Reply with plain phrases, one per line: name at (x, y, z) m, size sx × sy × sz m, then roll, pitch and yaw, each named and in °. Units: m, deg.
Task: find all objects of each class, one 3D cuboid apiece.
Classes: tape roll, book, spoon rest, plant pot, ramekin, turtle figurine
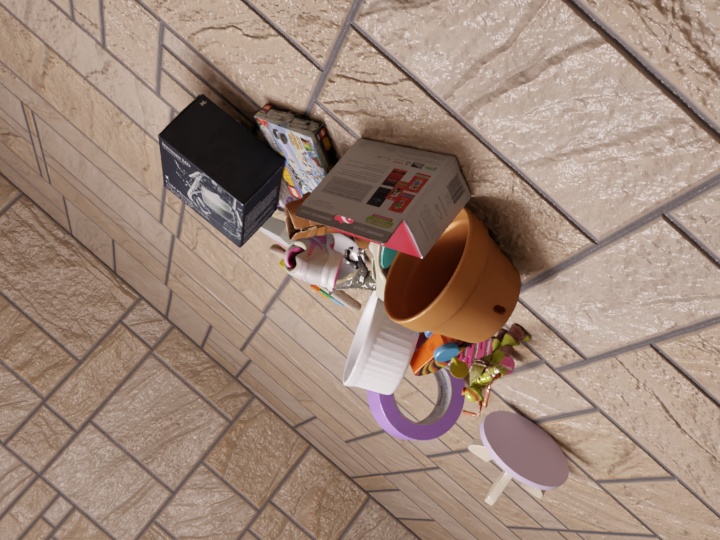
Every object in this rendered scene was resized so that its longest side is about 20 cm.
tape roll at (0.116, 0.249, 1.720) m, size 0.200 × 0.201 × 0.066 m, roll 44°, pitch 158°, yaw -9°
book at (-0.130, -0.051, 1.686) m, size 0.133 × 0.048 × 0.200 m, roll 25°, pitch 172°, yaw 46°
spoon rest at (-0.063, -0.052, 1.598) m, size 0.201 × 0.099 × 0.061 m, roll 57°, pitch 170°, yaw -18°
plant pot at (0.150, 0.018, 1.265) m, size 0.139 × 0.202 × 0.199 m, roll 30°, pitch 164°, yaw -23°
ramekin at (0.044, 0.138, 1.586) m, size 0.097 × 0.202 × 0.201 m, roll 20°, pitch 159°, yaw -4°
turtle figurine at (0.222, 0.174, 1.450) m, size 0.064 × 0.162 × 0.200 m, roll 34°, pitch 157°, yaw 11°

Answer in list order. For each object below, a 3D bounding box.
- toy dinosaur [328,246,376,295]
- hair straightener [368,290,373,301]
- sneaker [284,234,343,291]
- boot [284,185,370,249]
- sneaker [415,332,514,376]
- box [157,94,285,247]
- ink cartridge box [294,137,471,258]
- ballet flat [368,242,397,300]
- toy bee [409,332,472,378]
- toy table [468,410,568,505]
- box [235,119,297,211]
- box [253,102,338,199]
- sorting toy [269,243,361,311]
toy dinosaur at (0.000, 0.000, 1.540) m, size 0.198 × 0.047 × 0.089 m, roll -6°, pitch 101°, yaw 41°
hair straightener at (0.059, 0.045, 1.663) m, size 0.076 × 0.041 × 0.201 m, roll 23°, pitch 151°, yaw 5°
sneaker at (-0.093, -0.029, 1.472) m, size 0.087 × 0.082 × 0.200 m, roll 15°, pitch -171°, yaw -16°
boot at (-0.050, -0.082, 1.409) m, size 0.074 × 0.154 × 0.201 m, roll 53°, pitch 164°, yaw 37°
sneaker at (0.207, 0.162, 1.584) m, size 0.198 × 0.075 × 0.087 m, roll 9°, pitch 168°, yaw 31°
box at (-0.253, -0.177, 1.515) m, size 0.199 × 0.124 × 0.197 m, roll 38°, pitch 156°, yaw 6°
ink cartridge box at (0.030, -0.097, 1.231) m, size 0.199 × 0.176 × 0.084 m, roll 20°, pitch 151°, yaw 43°
ballet flat at (0.043, -0.021, 1.420) m, size 0.069 × 0.069 × 0.201 m, roll 26°, pitch 141°, yaw 31°
toy bee at (0.175, 0.129, 1.501) m, size 0.108 × 0.133 × 0.200 m, roll 1°, pitch 163°, yaw -29°
toy table at (0.320, 0.390, 1.721) m, size 0.200 × 0.183 × 0.118 m, roll 44°, pitch 143°, yaw 14°
box at (-0.194, -0.199, 1.591) m, size 0.039 × 0.042 × 0.201 m, roll 7°, pitch 140°, yaw 55°
box at (-0.094, -0.189, 1.445) m, size 0.136 × 0.040 × 0.201 m, roll 25°, pitch 154°, yaw 32°
sorting toy at (-0.100, 0.018, 1.739) m, size 0.184 × 0.037 × 0.200 m, roll 36°, pitch 178°, yaw -21°
